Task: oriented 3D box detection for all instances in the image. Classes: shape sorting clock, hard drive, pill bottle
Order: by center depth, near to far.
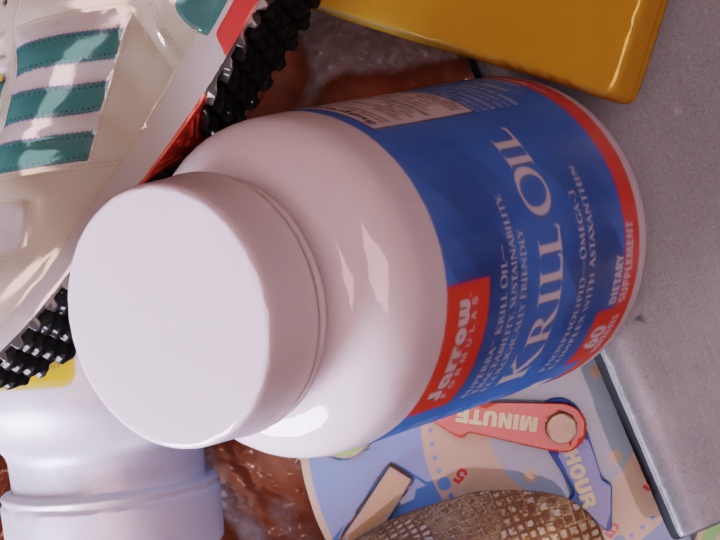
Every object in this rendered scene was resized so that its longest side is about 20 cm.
[{"bbox_3d":[0.000,0.000,0.901,0.112,0.200,0.113,9,105,35],"label":"pill bottle"},{"bbox_3d":[-0.100,0.002,0.993,0.112,0.112,0.201,-5,94,1],"label":"pill bottle"},{"bbox_3d":[0.139,-0.022,1.000,0.139,0.033,0.201,-22,84,-5],"label":"hard drive"},{"bbox_3d":[0.076,0.058,1.031,0.199,0.039,0.201,0,94,0],"label":"shape sorting clock"}]

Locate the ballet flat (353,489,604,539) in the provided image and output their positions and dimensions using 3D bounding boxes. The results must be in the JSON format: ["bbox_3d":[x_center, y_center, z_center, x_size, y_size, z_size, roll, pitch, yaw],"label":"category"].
[{"bbox_3d":[-0.005,0.135,0.995,0.200,0.065,0.071,-23,99,21],"label":"ballet flat"}]

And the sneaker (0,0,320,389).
[{"bbox_3d":[-0.097,-0.055,0.909,0.093,0.070,0.200,35,91,12],"label":"sneaker"}]

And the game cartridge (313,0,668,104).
[{"bbox_3d":[0.034,-0.169,0.979,0.199,0.032,0.177,20,94,25],"label":"game cartridge"}]
